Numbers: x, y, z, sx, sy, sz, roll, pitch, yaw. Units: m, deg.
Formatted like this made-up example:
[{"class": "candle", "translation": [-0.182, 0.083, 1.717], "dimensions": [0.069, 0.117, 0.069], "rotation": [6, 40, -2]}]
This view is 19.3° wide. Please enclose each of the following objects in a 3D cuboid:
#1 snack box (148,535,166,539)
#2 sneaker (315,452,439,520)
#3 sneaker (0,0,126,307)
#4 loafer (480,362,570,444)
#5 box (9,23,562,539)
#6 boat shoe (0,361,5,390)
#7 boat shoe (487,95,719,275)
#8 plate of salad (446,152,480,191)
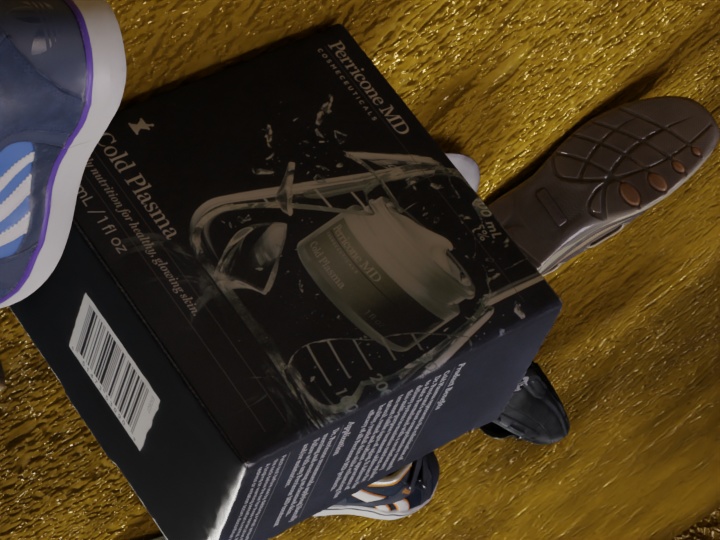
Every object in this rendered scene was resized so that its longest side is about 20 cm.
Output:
[{"class": "snack box", "translation": [-0.201, 0.278, 1.651], "dimensions": [0.200, 0.037, 0.116], "rotation": [-48, 158, 29]}, {"class": "sneaker", "translation": [0.018, 0.150, 1.674], "dimensions": [0.079, 0.078, 0.200], "rotation": [-40, 160, 26]}, {"class": "sneaker", "translation": [-0.193, -0.043, 0.888], "dimensions": [0.146, 0.081, 0.200], "rotation": [-12, 153, -34]}, {"class": "loafer", "translation": [0.129, 0.111, 1.802], "dimensions": [0.070, 0.068, 0.201], "rotation": [-31, 156, 6]}, {"class": "box", "translation": [-0.045, 0.011, 1.062], "dimensions": [0.196, 0.200, 0.124], "rotation": [-25, 157, -32]}, {"class": "boat shoe", "translation": [-0.226, 0.022, 0.990], "dimensions": [0.065, 0.073, 0.200], "rotation": [-26, 158, 3]}, {"class": "boat shoe", "translation": [0.157, -0.055, 1.476], "dimensions": [0.200, 0.075, 0.073], "rotation": [-31, 172, 9]}, {"class": "plate of salad", "translation": [0.000, 0.000, 1.347], "dimensions": [0.200, 0.048, 0.200], "rotation": [-33, 160, -13]}]
